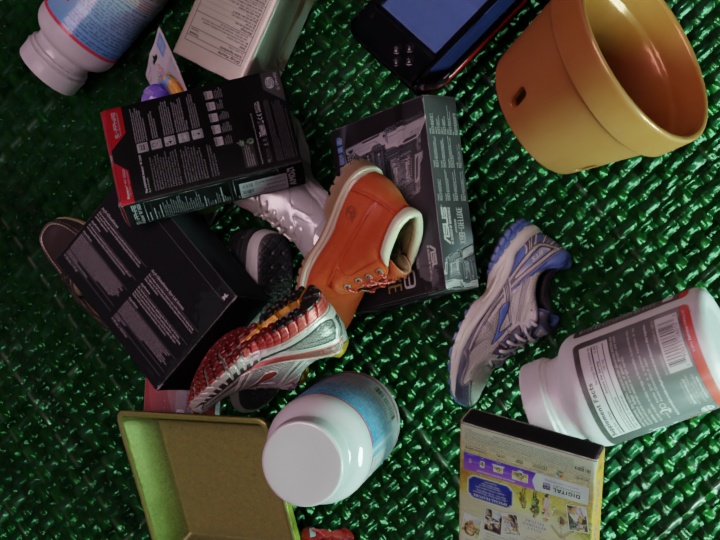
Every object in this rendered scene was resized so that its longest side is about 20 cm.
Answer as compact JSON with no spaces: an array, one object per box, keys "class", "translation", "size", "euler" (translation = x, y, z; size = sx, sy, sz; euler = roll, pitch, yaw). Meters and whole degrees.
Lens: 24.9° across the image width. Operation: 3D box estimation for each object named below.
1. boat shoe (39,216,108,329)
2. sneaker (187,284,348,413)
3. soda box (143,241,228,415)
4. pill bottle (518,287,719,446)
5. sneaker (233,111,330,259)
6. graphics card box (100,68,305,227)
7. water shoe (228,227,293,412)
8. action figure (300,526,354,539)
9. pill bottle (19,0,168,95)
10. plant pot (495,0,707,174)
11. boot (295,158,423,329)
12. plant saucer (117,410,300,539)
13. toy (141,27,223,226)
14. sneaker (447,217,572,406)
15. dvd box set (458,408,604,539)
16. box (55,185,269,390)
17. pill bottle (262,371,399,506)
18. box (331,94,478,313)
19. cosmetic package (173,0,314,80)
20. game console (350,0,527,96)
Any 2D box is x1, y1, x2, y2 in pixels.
[{"class":"boat shoe","translation":[-0.306,0.005,1.879],"size":[0.199,0.065,0.074],"euler":[39,103,23]},{"class":"sneaker","translation":[-0.098,0.100,1.679],"size":[0.199,0.078,0.082],"euler":[-31,115,25]},{"class":"soda box","translation":[-0.195,0.065,1.826],"size":[0.069,0.063,0.203],"euler":[2,86,26]},{"class":"pill bottle","translation":[0.262,0.103,1.588],"size":[0.198,0.116,0.117],"euler":[-22,78,22]},{"class":"sneaker","translation":[-0.086,-0.072,1.761],"size":[0.098,0.078,0.202],"euler":[-18,67,-17]},{"class":"graphics card box","translation":[-0.166,-0.131,1.724],"size":[0.197,0.051,0.127],"euler":[-15,61,-3]},{"class":"water shoe","translation":[-0.119,0.054,1.802],"size":[0.078,0.071,0.203],"euler":[10,92,52]},{"class":"action figure","translation":[0.004,0.329,1.703],"size":[0.199,0.099,0.066],"euler":[33,99,25]},{"class":"pill bottle","translation":[-0.300,-0.302,1.874],"size":[0.200,0.108,0.109],"euler":[-46,70,14]},{"class":"plant pot","translation":[0.226,-0.187,1.595],"size":[0.139,0.199,0.202],"euler":[-29,75,36]},{"class":"boot","translation":[0.000,0.000,1.664],"size":[0.107,0.075,0.202],"euler":[38,123,33]},{"class":"plant saucer","translation":[-0.151,0.234,1.764],"size":[0.198,0.048,0.202],"euler":[0,114,30]},{"class":"toy","translation":[-0.210,-0.154,1.821],"size":[0.047,0.115,0.202],"euler":[-22,76,-23]},{"class":"sneaker","translation":[0.154,0.053,1.665],"size":[0.084,0.077,0.202],"euler":[25,97,19]},{"class":"dvd box set","translation":[0.167,0.243,1.612],"size":[0.145,0.029,0.202],"euler":[13,123,25]},{"class":"box","translation":[-0.215,0.009,1.761],"size":[0.141,0.079,0.200],"euler":[-49,67,18]},{"class":"pill bottle","translation":[-0.032,0.173,1.653],"size":[0.107,0.200,0.110],"euler":[2,97,14]},{"class":"box","translation":[0.044,-0.066,1.700],"size":[0.157,0.049,0.203],"euler":[-14,79,51]},{"class":"cosmetic package","translation":[-0.112,-0.307,1.801],"size":[0.103,0.087,0.202],"euler":[29,97,22]},{"class":"game console","translation":[0.099,-0.286,1.660],"size":[0.200,0.119,0.172],"euler":[-45,69,-5]}]
